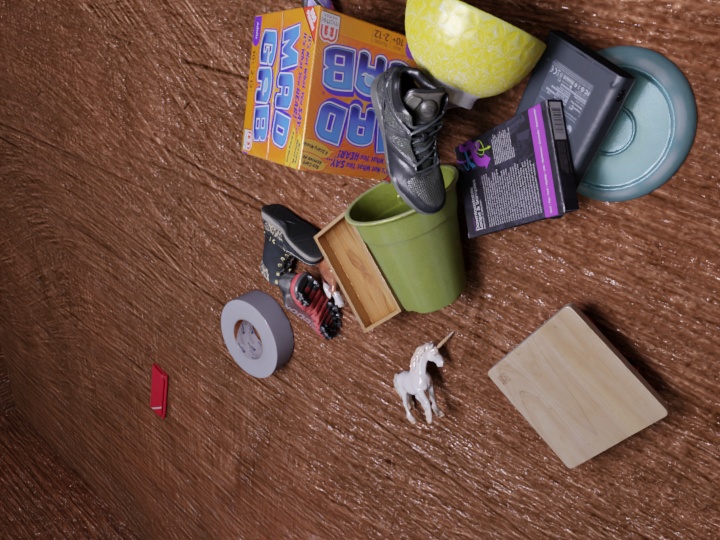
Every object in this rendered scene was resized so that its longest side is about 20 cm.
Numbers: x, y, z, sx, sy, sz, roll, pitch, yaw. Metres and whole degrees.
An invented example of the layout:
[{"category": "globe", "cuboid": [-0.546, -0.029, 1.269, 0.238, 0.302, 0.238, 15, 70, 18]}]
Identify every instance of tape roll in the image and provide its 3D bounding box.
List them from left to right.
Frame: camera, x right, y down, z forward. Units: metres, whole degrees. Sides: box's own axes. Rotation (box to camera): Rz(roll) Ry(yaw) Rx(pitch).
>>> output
[{"category": "tape roll", "cuboid": [-0.255, 0.156, 1.341, 0.195, 0.066, 0.207, 16, 118, 32]}]

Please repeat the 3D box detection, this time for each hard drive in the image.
[{"category": "hard drive", "cuboid": [0.265, -0.195, 0.743, 0.141, 0.032, 0.204, 56, 143, 39]}]

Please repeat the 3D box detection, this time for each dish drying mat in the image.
[{"category": "dish drying mat", "cuboid": [-0.675, 0.405, 1.821, 0.076, 0.018, 0.205, 34, 127, 24]}]

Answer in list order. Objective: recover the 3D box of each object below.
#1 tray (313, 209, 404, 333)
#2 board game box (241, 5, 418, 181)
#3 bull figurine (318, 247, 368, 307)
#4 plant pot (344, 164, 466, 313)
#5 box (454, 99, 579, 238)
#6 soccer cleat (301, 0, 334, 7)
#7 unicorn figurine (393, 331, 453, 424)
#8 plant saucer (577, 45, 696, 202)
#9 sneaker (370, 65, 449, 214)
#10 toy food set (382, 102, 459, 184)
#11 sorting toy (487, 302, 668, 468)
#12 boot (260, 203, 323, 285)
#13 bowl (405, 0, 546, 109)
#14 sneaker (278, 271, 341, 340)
[{"category": "tray", "cuboid": [0.000, 0.000, 1.001, 0.098, 0.037, 0.204, -32, 84, 38]}, {"category": "board game box", "cuboid": [-0.045, -0.260, 0.831, 0.198, 0.195, 0.208, 25, 110, 50]}, {"category": "bull figurine", "cuboid": [-0.004, 0.004, 1.066, 0.196, 0.064, 0.126, -6, 94, 42]}, {"category": "plant pot", "cuboid": [0.095, -0.041, 0.907, 0.195, 0.200, 0.195, -3, 119, 39]}, {"category": "box", "cuboid": [0.216, -0.137, 0.784, 0.198, 0.035, 0.149, -13, 86, 61]}, {"category": "soccer cleat", "cuboid": [-0.059, -0.414, 0.940, 0.070, 0.068, 0.207, 6, 113, 15]}, {"category": "unicorn figurine", "cuboid": [0.117, 0.221, 1.060, 0.198, 0.072, 0.142, -30, 79, 48]}, {"category": "plant saucer", "cuboid": [0.339, -0.191, 0.735, 0.195, 0.027, 0.207, 18, 120, 33]}, {"category": "sneaker", "cuboid": [0.077, -0.171, 0.722, 0.114, 0.074, 0.206, -161, 52, -72]}, {"category": "toy food set", "cuboid": [0.075, -0.258, 0.882, 0.200, 0.059, 0.148, -43, 58, 46]}, {"category": "sorting toy", "cuboid": [0.341, 0.176, 0.866, 0.201, 0.069, 0.200, 48, 131, 12]}, {"category": "boot", "cuboid": [-0.150, -0.030, 1.162, 0.203, 0.072, 0.158, 41, 133, 36]}, {"category": "bowl", "cuboid": [0.135, -0.285, 0.729, 0.197, 0.198, 0.110, 34, 114, 21]}, {"category": "sneaker", "cuboid": [-0.109, 0.072, 1.147, 0.096, 0.072, 0.202, 13, 149, 36]}]
